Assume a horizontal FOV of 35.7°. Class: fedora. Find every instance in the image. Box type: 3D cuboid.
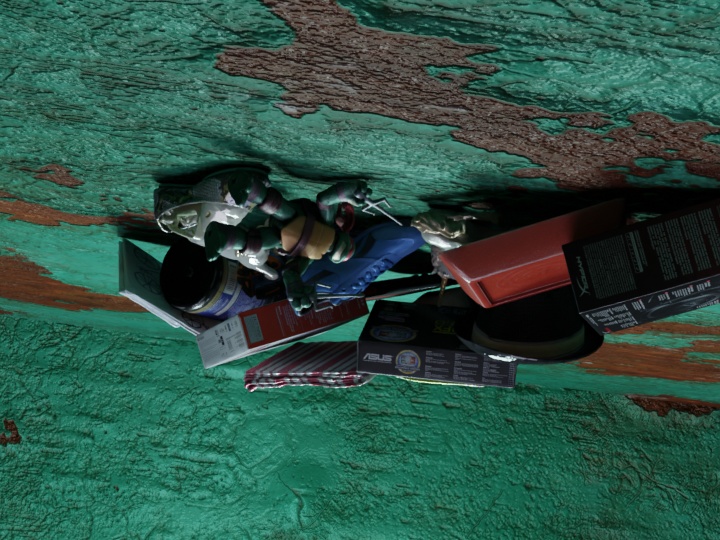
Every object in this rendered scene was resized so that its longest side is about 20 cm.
[{"bbox_3d":[0.210,0.042,1.371,0.198,0.093,0.201,3,-161,-1],"label":"fedora"}]

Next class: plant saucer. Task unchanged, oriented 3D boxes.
[{"bbox_3d":[0.197,-0.010,1.215,0.198,0.037,0.200,-17,164,9],"label":"plant saucer"}]

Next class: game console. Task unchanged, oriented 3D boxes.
[{"bbox_3d":[0.044,0.022,1.621,0.198,0.031,0.176,-8,176,-37],"label":"game console"}]

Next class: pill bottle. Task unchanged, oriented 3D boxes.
[{"bbox_3d":[-0.197,0.021,1.674,0.111,0.113,0.199,1,168,31],"label":"pill bottle"}]

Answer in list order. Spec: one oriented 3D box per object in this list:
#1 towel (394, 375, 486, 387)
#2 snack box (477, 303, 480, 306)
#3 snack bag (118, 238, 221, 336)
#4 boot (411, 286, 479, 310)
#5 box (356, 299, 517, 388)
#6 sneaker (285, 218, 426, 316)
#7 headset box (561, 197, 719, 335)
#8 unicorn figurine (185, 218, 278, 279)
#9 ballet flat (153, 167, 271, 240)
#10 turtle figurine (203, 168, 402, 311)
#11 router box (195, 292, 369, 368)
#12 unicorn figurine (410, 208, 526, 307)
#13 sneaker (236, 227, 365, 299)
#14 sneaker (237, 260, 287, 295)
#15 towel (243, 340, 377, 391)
[{"bbox_3d":[0.137,0.120,1.509,0.142,0.023,0.200,2,-171,25],"label":"towel"},{"bbox_3d":[0.203,0.035,1.602,0.024,0.072,0.199,-45,148,17],"label":"snack box"},{"bbox_3d":[-0.278,0.041,1.677,0.199,0.021,0.189,34,-168,-25],"label":"snack bag"},{"bbox_3d":[0.107,0.072,1.613,0.145,0.071,0.200,-23,-175,9],"label":"boot"},{"bbox_3d":[0.104,0.091,1.433,0.198,0.045,0.160,5,-162,9],"label":"box"},{"bbox_3d":[0.000,0.000,1.364,0.198,0.079,0.066,-21,152,18],"label":"sneaker"},{"bbox_3d":[0.315,-0.005,1.116,0.198,0.078,0.149,-18,163,17],"label":"headset box"},{"bbox_3d":[-0.142,-0.038,1.348,0.198,0.075,0.137,6,169,19],"label":"unicorn figurine"},{"bbox_3d":[-0.167,-0.069,1.248,0.072,0.073,0.199,14,168,-39],"label":"ballet flat"},{"bbox_3d":[-0.060,-0.035,1.190,0.198,0.151,0.100,16,-177,-32],"label":"turtle figurine"},{"bbox_3d":[-0.109,0.074,1.505,0.178,0.049,0.200,-16,175,-27],"label":"router box"},{"bbox_3d":[0.120,-0.031,1.296,0.136,0.075,0.200,2,153,31],"label":"unicorn figurine"},{"bbox_3d":[-0.070,-0.025,1.465,0.198,0.079,0.076,-11,122,24],"label":"sneaker"},{"bbox_3d":[-0.075,0.003,1.556,0.198,0.086,0.077,5,171,13],"label":"sneaker"},{"bbox_3d":[-0.041,0.126,1.493,0.198,0.030,0.146,-3,-167,30],"label":"towel"}]
